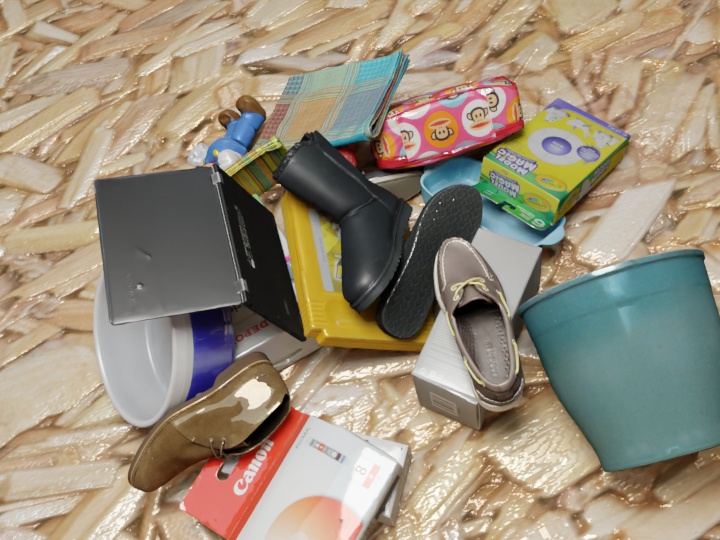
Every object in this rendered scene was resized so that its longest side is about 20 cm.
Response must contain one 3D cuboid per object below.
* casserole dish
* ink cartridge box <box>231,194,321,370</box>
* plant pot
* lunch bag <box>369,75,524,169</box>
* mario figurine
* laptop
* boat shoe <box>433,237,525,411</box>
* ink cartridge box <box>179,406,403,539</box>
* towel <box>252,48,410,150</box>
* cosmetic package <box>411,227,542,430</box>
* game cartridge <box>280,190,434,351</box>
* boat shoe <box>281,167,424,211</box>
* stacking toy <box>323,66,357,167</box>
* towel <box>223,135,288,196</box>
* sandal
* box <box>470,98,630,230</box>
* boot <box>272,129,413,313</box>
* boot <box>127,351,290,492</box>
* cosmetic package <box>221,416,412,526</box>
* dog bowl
[{"bbox_3d":[0.162,-0.076,1.001,0.200,0.039,0.121,36,45,24],"label":"casserole dish"},{"bbox_3d":[-0.140,0.025,0.990,0.145,0.088,0.200,-29,62,-11],"label":"ink cartridge box"},{"bbox_3d":[0.287,0.102,0.824,0.199,0.200,0.189,-15,75,2],"label":"plant pot"},{"bbox_3d":[0.104,-0.200,1.045,0.199,0.082,0.176,-15,17,3],"label":"lunch bag"},{"bbox_3d":[-0.200,-0.155,1.085,0.105,0.124,0.201,13,60,2],"label":"mario figurine"},{"bbox_3d":[-0.174,-0.010,0.878,0.115,0.200,0.188,-27,57,15],"label":"laptop"},{"bbox_3d":[0.122,0.044,0.829,0.071,0.060,0.201,-14,61,3],"label":"boat shoe"},{"bbox_3d":[-0.078,0.227,0.836,0.199,0.050,0.163,27,72,18],"label":"ink cartridge box"},{"bbox_3d":[-0.042,-0.212,1.020,0.199,0.022,0.147,-1,55,37],"label":"towel"},{"bbox_3d":[0.136,0.066,0.910,0.090,0.107,0.201,22,69,21],"label":"cosmetic package"},{"bbox_3d":[0.000,0.000,0.957,0.175,0.032,0.201,6,54,-30],"label":"game cartridge"},{"bbox_3d":[-0.012,-0.113,1.053,0.199,0.073,0.063,-17,63,6],"label":"boat shoe"},{"bbox_3d":[-0.029,-0.186,1.060,0.085,0.086,0.201,-8,44,6],"label":"stacking toy"},{"bbox_3d":[-0.170,-0.091,1.003,0.199,0.086,0.018,-34,65,3],"label":"towel"},{"bbox_3d":[0.073,-0.017,0.923,0.201,0.075,0.048,-58,26,-10],"label":"sandal"},{"bbox_3d":[0.239,-0.136,1.006,0.117,0.049,0.200,35,57,25],"label":"box"},{"bbox_3d":[-0.032,-0.062,0.906,0.168,0.076,0.201,35,39,-13],"label":"boot"},{"bbox_3d":[-0.162,0.179,0.856,0.200,0.074,0.075,-41,58,-5],"label":"boot"},{"bbox_3d":[-0.048,0.217,0.892,0.199,0.051,0.083,10,63,15],"label":"cosmetic package"},{"bbox_3d":[-0.231,0.075,0.918,0.078,0.201,0.201,-5,49,-43],"label":"dog bowl"}]
